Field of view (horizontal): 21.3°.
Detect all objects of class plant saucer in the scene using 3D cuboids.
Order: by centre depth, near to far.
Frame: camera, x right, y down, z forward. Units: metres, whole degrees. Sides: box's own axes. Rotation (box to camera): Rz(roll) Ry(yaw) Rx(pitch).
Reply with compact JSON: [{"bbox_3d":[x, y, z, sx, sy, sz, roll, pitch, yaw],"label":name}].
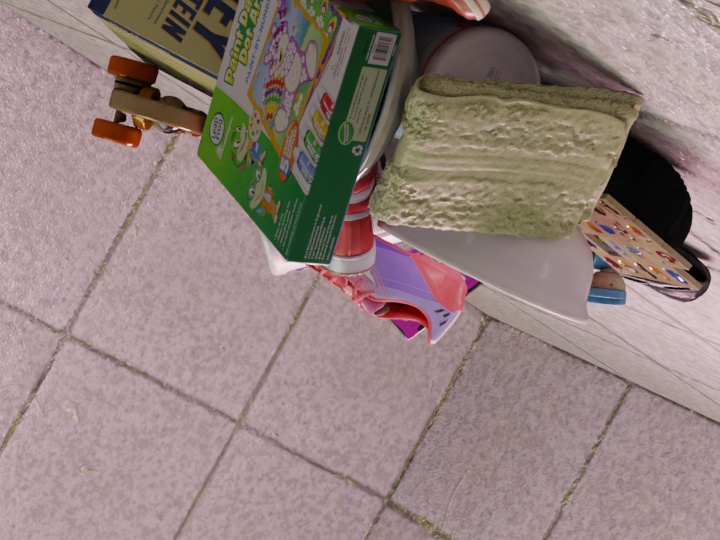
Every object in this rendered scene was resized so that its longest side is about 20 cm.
[{"bbox_3d":[-0.002,-0.155,1.527,0.050,0.200,0.200,8,-172,-30],"label":"plant saucer"}]

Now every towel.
[{"bbox_3d":[0.113,-0.088,1.497,0.200,0.149,0.037,1,-137,-23],"label":"towel"}]

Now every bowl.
[{"bbox_3d":[0.122,-0.036,1.639,0.201,0.090,0.201,25,-175,-2],"label":"bowl"}]

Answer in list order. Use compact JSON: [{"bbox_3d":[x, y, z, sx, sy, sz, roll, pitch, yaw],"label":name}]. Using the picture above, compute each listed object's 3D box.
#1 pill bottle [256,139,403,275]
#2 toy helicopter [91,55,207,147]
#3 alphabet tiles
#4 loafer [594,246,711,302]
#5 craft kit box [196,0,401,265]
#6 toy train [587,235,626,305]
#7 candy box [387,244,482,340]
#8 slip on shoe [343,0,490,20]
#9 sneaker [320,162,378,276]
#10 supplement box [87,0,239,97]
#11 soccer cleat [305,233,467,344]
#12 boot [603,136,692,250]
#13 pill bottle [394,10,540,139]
[{"bbox_3d":[-0.003,-0.072,1.827,0.200,0.111,0.111,-15,177,-2],"label":"pill bottle"},{"bbox_3d":[-0.148,-0.140,1.815,0.132,0.079,0.200,16,-178,37],"label":"toy helicopter"},{"bbox_3d":[0.210,-0.041,1.676,0.167,0.008,0.200,39,173,-16],"label":"alphabet tiles"},{"bbox_3d":[0.285,-0.026,2.059,0.200,0.068,0.070,24,169,0],"label":"loafer"},{"bbox_3d":[-0.053,-0.137,1.513,0.048,0.200,0.198,5,-155,-28],"label":"craft kit box"},{"bbox_3d":[0.182,-0.030,1.918,0.200,0.116,0.085,6,180,-10],"label":"toy train"},{"bbox_3d":[0.035,-0.048,1.934,0.200,0.136,0.061,48,-163,-15],"label":"candy box"},{"bbox_3d":[0.009,-0.223,1.421,0.200,0.061,0.074,26,174,25],"label":"slip on shoe"},{"bbox_3d":[-0.036,-0.093,1.665,0.071,0.113,0.200,-12,-144,-20],"label":"sneaker"},{"bbox_3d":[-0.108,-0.226,1.724,0.200,0.134,0.200,28,177,9],"label":"supplement box"},{"bbox_3d":[0.000,0.000,1.716,0.200,0.077,0.067,22,161,17],"label":"soccer cleat"},{"bbox_3d":[0.188,-0.097,1.710,0.198,0.073,0.162,39,170,-28],"label":"boot"},{"bbox_3d":[0.054,-0.159,1.591,0.109,0.109,0.200,31,177,-32],"label":"pill bottle"}]
